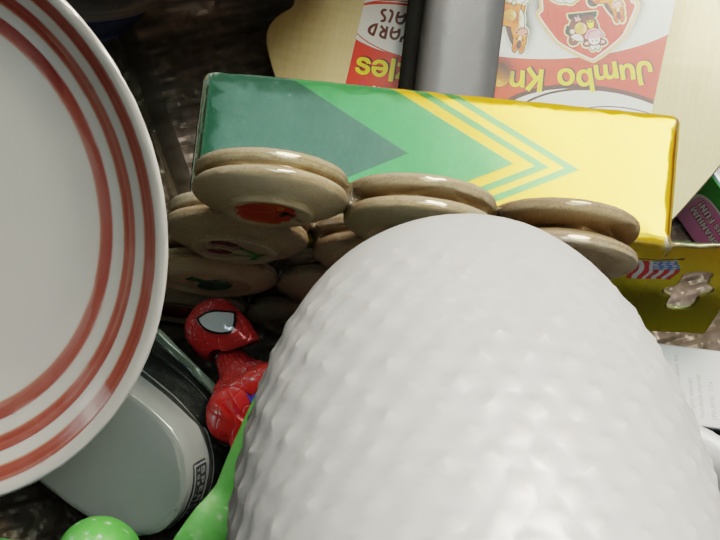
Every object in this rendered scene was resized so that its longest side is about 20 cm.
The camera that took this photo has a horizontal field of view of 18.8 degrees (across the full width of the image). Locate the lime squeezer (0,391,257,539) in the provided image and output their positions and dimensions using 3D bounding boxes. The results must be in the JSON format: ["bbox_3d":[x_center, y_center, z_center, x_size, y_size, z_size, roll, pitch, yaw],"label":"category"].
[{"bbox_3d":[-0.082,0.081,0.741,0.071,0.200,0.038,58,25,-16],"label":"lime squeezer"}]

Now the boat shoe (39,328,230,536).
[{"bbox_3d":[-0.130,0.019,0.802,0.200,0.071,0.064,41,26,6],"label":"boat shoe"}]

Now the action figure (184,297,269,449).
[{"bbox_3d":[0.011,0.074,0.757,0.200,0.052,0.065,37,28,23],"label":"action figure"}]

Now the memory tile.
[{"bbox_3d":[0.000,0.000,0.769,0.153,0.200,0.017,9,74,-14],"label":"memory tile"}]

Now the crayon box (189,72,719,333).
[{"bbox_3d":[0.040,-0.021,0.805,0.199,0.127,0.051,6,74,0],"label":"crayon box"}]

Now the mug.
[{"bbox_3d":[0.056,0.083,0.643,0.199,0.148,0.176,16,45,-20],"label":"mug"}]

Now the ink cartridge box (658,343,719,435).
[{"bbox_3d":[0.090,0.063,0.821,0.199,0.100,0.039,8,58,-12],"label":"ink cartridge box"}]

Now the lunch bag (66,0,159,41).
[{"bbox_3d":[-0.132,-0.163,0.826,0.200,0.132,0.136,-4,75,-46],"label":"lunch bag"}]

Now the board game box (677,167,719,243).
[{"bbox_3d":[0.183,-0.085,0.951,0.153,0.040,0.200,-29,77,-26],"label":"board game box"}]

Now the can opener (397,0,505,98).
[{"bbox_3d":[0.060,-0.152,0.862,0.067,0.053,0.201,7,87,-12],"label":"can opener"}]

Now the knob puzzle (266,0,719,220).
[{"bbox_3d":[0.058,-0.074,0.895,0.219,0.030,0.220,0,82,2],"label":"knob puzzle"}]

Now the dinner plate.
[{"bbox_3d":[-0.154,-0.019,0.720,0.200,0.200,0.024,37,22,2],"label":"dinner plate"}]
